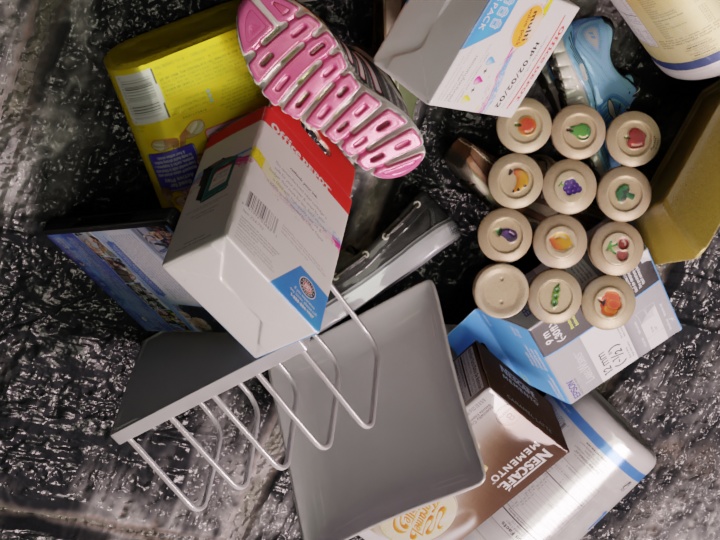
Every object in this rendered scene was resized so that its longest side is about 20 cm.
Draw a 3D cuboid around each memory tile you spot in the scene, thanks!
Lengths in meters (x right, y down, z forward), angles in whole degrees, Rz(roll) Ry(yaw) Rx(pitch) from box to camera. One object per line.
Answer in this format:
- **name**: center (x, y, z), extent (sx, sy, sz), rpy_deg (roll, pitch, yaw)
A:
- **memory tile**: center (0.184, -0.050, 1.214), extent (0.153, 0.017, 0.200), rpy_deg (8, 95, -3)

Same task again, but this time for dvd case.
- **dvd case**: center (-0.170, 0.003, 1.148), extent (0.143, 0.200, 0.018), rpy_deg (49, 60, -29)

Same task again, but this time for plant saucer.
- **plant saucer**: center (0.316, -0.105, 1.242), extent (0.048, 0.200, 0.200), rpy_deg (30, 88, 0)

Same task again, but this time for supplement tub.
- **supplement tub**: center (0.194, 0.218, 1.400), extent (0.200, 0.132, 0.132), rpy_deg (-46, 120, 8)
- **supplement tub**: center (0.273, -0.280, 1.171), extent (0.144, 0.144, 0.200), rpy_deg (-42, 120, 5)

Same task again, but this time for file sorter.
- **file sorter**: center (-0.093, 0.103, 1.201), extent (0.200, 0.139, 0.125), rpy_deg (-28, 117, 21)

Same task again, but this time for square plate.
- **square plate**: center (0.013, 0.136, 1.240), extent (0.200, 0.198, 0.028), rpy_deg (-28, 150, 27)

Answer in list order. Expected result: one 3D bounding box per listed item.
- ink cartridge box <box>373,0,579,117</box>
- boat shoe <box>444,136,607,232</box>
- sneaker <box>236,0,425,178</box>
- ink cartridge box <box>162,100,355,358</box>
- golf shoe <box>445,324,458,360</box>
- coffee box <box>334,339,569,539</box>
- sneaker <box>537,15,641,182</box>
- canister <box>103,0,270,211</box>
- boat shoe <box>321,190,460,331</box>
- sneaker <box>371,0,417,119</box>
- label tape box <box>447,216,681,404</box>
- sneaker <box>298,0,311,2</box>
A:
- **ink cartridge box**: center (0.108, -0.195, 1.129), extent (0.200, 0.068, 0.115), rpy_deg (-5, 130, -60)
- **boat shoe**: center (0.162, -0.076, 1.283), extent (0.200, 0.076, 0.074), rpy_deg (33, 97, -37)
- **sneaker**: center (-0.028, -0.159, 1.104), extent (0.074, 0.088, 0.200), rpy_deg (-42, 120, 16)
- **ink cartridge box**: center (-0.074, -0.045, 1.078), extent (0.067, 0.200, 0.116), rpy_deg (-24, 124, 30)
- **golf shoe**: center (0.076, 0.140, 1.359), extent (0.091, 0.075, 0.200), rpy_deg (-19, 132, -33)
- **coffee box**: center (0.081, 0.179, 1.279), extent (0.200, 0.080, 0.114), rpy_deg (-42, 115, 18)
- **sneaker**: center (0.231, -0.146, 1.264), extent (0.090, 0.078, 0.200), rpy_deg (-27, 121, -7)
- **canister**: center (-0.119, -0.113, 1.158), extent (0.148, 0.087, 0.200), rpy_deg (-22, 119, -8)
- **boat shoe**: center (0.000, 0.000, 1.273), extent (0.200, 0.069, 0.057), rpy_deg (-35, 86, 8)
- **sneaker**: center (0.057, -0.206, 1.179), extent (0.090, 0.067, 0.201), rpy_deg (-4, 113, -11)
- **label tape box**: center (0.197, 0.057, 1.301), extent (0.200, 0.066, 0.143), rpy_deg (-36, 137, 0)
- **sneaker**: center (0.011, -0.249, 1.068), extent (0.200, 0.112, 0.078), rpy_deg (-16, 102, 4)
